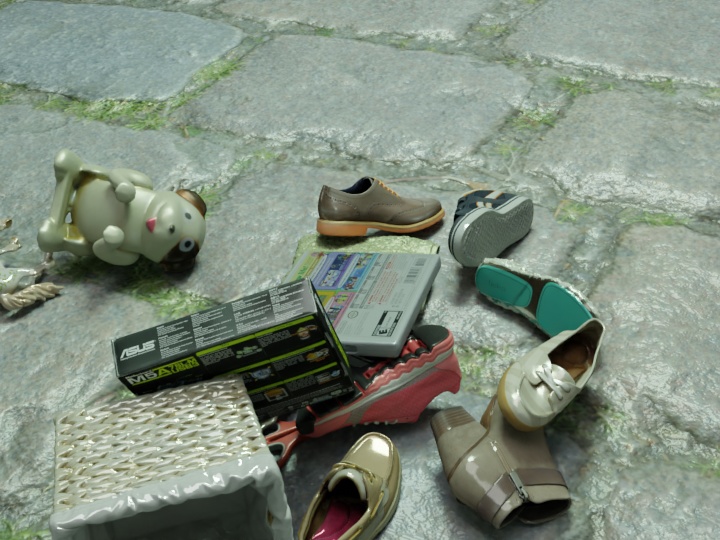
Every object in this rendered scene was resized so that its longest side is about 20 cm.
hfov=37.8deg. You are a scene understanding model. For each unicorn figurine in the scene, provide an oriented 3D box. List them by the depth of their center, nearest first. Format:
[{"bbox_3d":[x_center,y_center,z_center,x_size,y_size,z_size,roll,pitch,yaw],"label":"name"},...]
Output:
[{"bbox_3d":[-0.507,-0.005,1.419,0.198,0.075,0.137,21,43,31],"label":"unicorn figurine"}]

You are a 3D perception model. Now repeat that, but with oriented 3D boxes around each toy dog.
[{"bbox_3d":[-0.309,-0.061,1.432,0.197,0.194,0.141,11,76,16],"label":"toy dog"}]

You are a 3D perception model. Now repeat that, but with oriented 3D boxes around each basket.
[{"bbox_3d":[-0.168,0.225,0.965,0.197,0.200,0.161,-12,35,-9],"label":"basket"}]

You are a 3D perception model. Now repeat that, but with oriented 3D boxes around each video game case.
[{"bbox_3d":[-0.015,0.035,1.230,0.179,0.022,0.201,2,31,19],"label":"video game case"}]

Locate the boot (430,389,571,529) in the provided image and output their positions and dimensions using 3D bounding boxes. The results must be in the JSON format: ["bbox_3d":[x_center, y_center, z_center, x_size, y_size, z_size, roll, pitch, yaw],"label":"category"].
[{"bbox_3d":[0.170,0.189,1.090,0.198,0.071,0.147,-16,47,-26],"label":"boot"}]

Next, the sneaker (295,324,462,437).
[{"bbox_3d":[0.026,0.143,1.150,0.198,0.088,0.074,-28,22,-5],"label":"sneaker"}]

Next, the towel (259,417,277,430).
[{"bbox_3d":[-0.165,0.157,1.184,0.132,0.035,0.199,17,43,41],"label":"towel"}]

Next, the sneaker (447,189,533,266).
[{"bbox_3d":[0.153,-0.058,1.392,0.079,0.080,0.199,15,21,31],"label":"sneaker"}]

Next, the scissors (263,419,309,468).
[{"bbox_3d":[-0.053,0.168,1.179,0.198,0.014,0.073,-27,40,-24],"label":"scissors"}]

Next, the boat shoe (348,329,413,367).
[{"bbox_3d":[0.005,0.069,1.259,0.198,0.069,0.072,18,42,29],"label":"boat shoe"}]

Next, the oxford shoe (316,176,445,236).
[{"bbox_3d":[0.033,-0.091,1.438,0.198,0.074,0.071,-7,15,-32],"label":"oxford shoe"}]

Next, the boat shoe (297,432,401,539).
[{"bbox_3d":[-0.008,0.228,1.047,0.073,0.070,0.201,8,39,17],"label":"boat shoe"}]

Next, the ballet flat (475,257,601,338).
[{"bbox_3d":[0.228,0.032,1.287,0.071,0.073,0.199,-30,43,-29],"label":"ballet flat"}]

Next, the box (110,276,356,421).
[{"bbox_3d":[-0.117,0.095,1.038,0.197,0.194,0.048,-18,57,3],"label":"box"}]

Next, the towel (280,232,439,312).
[{"bbox_3d":[0.000,0.000,1.380,0.197,0.037,0.149,3,36,11],"label":"towel"}]

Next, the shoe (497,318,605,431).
[{"bbox_3d":[0.206,0.104,1.110,0.070,0.054,0.199,46,38,10],"label":"shoe"}]
